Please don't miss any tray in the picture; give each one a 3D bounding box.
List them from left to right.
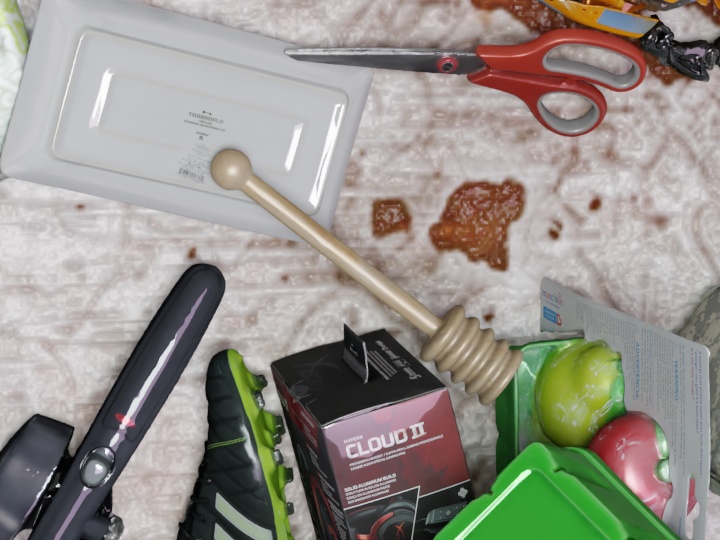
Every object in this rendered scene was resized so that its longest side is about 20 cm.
[{"bbox_3d":[-0.089,-0.081,1.292,0.199,0.022,0.108,12,99,-27],"label":"tray"}]

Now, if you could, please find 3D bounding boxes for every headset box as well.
[{"bbox_3d":[0.015,0.129,1.310,0.075,0.149,0.201,-17,103,-9],"label":"headset box"}]

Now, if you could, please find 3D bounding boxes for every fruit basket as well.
[{"bbox_3d":[0.093,0.207,1.216,0.215,0.156,0.216,-32,148,-23],"label":"fruit basket"},{"bbox_3d":[0.146,0.110,1.310,0.093,0.200,0.186,-6,102,-26],"label":"fruit basket"}]

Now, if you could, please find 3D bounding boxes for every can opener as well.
[{"bbox_3d":[-0.134,0.082,1.313,0.079,0.063,0.200,35,92,-15],"label":"can opener"}]

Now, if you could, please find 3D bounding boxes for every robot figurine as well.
[{"bbox_3d":[0.172,-0.185,1.329,0.199,0.058,0.146,13,100,-14],"label":"robot figurine"}]

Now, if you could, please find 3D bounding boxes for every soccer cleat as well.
[{"bbox_3d":[-0.074,0.144,1.340,0.081,0.068,0.201,-9,103,3],"label":"soccer cleat"}]

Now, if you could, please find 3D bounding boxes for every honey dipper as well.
[{"bbox_3d":[0.000,0.000,1.293,0.200,0.038,0.038,37,91,-5],"label":"honey dipper"}]

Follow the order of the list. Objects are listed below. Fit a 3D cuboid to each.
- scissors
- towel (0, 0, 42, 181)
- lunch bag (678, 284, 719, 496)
[{"bbox_3d":[0.062,-0.120,1.317,0.199,0.014,0.073,14,134,-19],"label":"scissors"},{"bbox_3d":[-0.264,-0.126,1.254,0.171,0.048,0.201,-19,104,-7],"label":"towel"},{"bbox_3d":[0.258,0.075,1.326,0.167,0.200,0.140,-34,105,-5],"label":"lunch bag"}]
